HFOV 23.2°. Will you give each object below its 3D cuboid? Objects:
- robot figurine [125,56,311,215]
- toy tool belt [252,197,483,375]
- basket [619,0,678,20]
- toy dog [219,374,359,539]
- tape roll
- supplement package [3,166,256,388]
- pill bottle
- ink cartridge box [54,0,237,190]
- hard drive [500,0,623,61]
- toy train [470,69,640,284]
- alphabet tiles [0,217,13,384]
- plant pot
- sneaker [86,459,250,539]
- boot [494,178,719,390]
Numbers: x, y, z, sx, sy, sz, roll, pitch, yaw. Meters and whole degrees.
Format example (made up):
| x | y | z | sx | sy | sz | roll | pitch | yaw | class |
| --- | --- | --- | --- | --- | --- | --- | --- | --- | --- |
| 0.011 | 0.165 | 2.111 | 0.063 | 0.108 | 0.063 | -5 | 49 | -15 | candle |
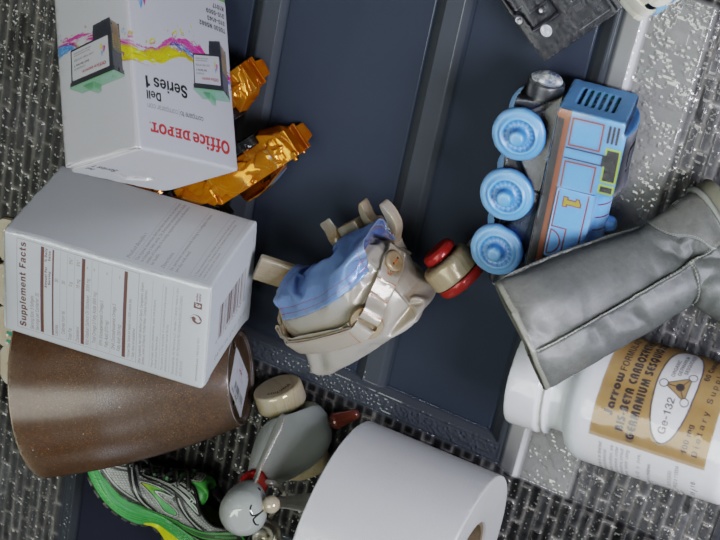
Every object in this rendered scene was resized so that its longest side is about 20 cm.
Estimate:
| x | y | z | sx | sy | sz | roll | pitch | yaw | class |
| --- | --- | --- | --- | --- | --- | --- | --- | --- | --- |
| -0.146 | -0.104 | 1.608 | 0.200 | 0.058 | 0.145 | -29 | 98 | 34 | robot figurine |
| 0.000 | 0.000 | 1.543 | 0.200 | 0.125 | 0.123 | -33 | 102 | 37 | toy tool belt |
| 0.235 | -0.297 | 1.268 | 0.200 | 0.139 | 0.177 | -41 | 90 | -2 | basket |
| -0.058 | 0.176 | 1.631 | 0.096 | 0.201 | 0.132 | -15 | 131 | 21 | toy dog |
| 0.032 | 0.255 | 1.599 | 0.139 | 0.203 | 0.204 | 21 | 121 | 17 | tape roll |
| -0.209 | 0.004 | 1.590 | 0.199 | 0.117 | 0.118 | 16 | 128 | 11 | supplement package |
| 0.228 | 0.114 | 1.483 | 0.199 | 0.114 | 0.115 | 17 | 120 | 20 | pill bottle |
| -0.182 | -0.180 | 1.493 | 0.084 | 0.145 | 0.201 | -10 | 80 | 30 | ink cartridge box |
| 0.144 | -0.285 | 1.385 | 0.139 | 0.038 | 0.200 | -33 | 96 | 35 | hard drive |
| 0.161 | -0.066 | 1.453 | 0.114 | 0.087 | 0.201 | 16 | 119 | 13 | toy train |
| -0.393 | 0.027 | 1.825 | 0.199 | 0.015 | 0.197 | 16 | 120 | 20 | alphabet tiles |
| -0.209 | 0.105 | 1.682 | 0.199 | 0.187 | 0.188 | -1 | 113 | 12 | plant pot |
| -0.193 | 0.221 | 1.785 | 0.200 | 0.078 | 0.085 | 35 | 118 | -2 | sneaker |
| 0.232 | 0.041 | 1.413 | 0.199 | 0.073 | 0.182 | -30 | 86 | -9 | boot |
